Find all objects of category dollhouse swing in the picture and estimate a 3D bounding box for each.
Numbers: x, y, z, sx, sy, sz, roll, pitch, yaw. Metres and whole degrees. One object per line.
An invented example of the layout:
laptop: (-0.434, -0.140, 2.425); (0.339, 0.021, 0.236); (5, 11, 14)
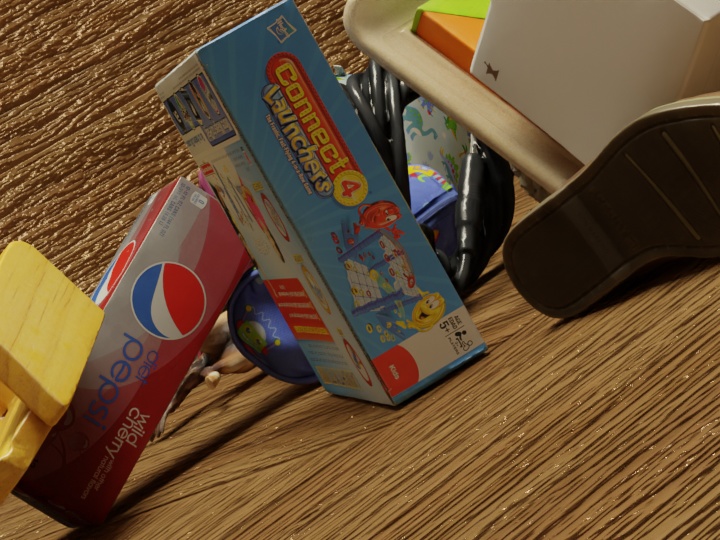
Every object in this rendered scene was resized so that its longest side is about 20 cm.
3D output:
dollhouse swing: (-0.269, 0.067, 1.345); (0.200, 0.176, 0.182); (-51, 10, 19)

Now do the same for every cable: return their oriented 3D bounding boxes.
cable: (0.038, -0.057, 1.442); (0.051, 0.163, 0.200); (5, 23, 23)

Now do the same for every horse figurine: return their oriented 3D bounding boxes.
horse figurine: (-0.062, 0.039, 1.641); (0.200, 0.050, 0.133); (-31, 0, 18)

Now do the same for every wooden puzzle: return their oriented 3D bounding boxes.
wooden puzzle: (0.118, -0.115, 1.297); (0.185, 0.200, 0.037); (-34, -22, -39)

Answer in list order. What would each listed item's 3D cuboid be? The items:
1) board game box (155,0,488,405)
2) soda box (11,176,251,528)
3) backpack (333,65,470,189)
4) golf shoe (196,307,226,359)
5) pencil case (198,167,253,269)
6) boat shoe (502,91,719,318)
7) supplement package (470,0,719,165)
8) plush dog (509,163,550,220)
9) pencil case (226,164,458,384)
board game box: (-0.026, -0.031, 1.279); (0.056, 0.196, 0.200); (-30, 5, -9)
soda box: (-0.135, 0.048, 1.437); (0.200, 0.063, 0.070); (-62, 15, -17)
backpack: (0.022, -0.092, 2.009); (0.154, 0.163, 0.200); (-20, 0, 13)
golf shoe: (-0.111, 0.032, 1.898); (0.200, 0.073, 0.092); (-31, 3, -5)
pencil case: (-0.054, -0.054, 1.548); (0.094, 0.091, 0.200); (-29, -6, -7)
boat shoe: (0.142, -0.042, 1.108); (0.068, 0.072, 0.200); (-35, 7, -37)
supplement package: (0.172, -0.143, 1.233); (0.200, 0.120, 0.121); (-30, -30, -37)
plush dog: (0.115, -0.112, 1.401); (0.200, 0.172, 0.160); (-35, 6, -41)
pencil case: (0.000, 0.000, 1.511); (0.087, 0.078, 0.200); (-29, 4, 36)
